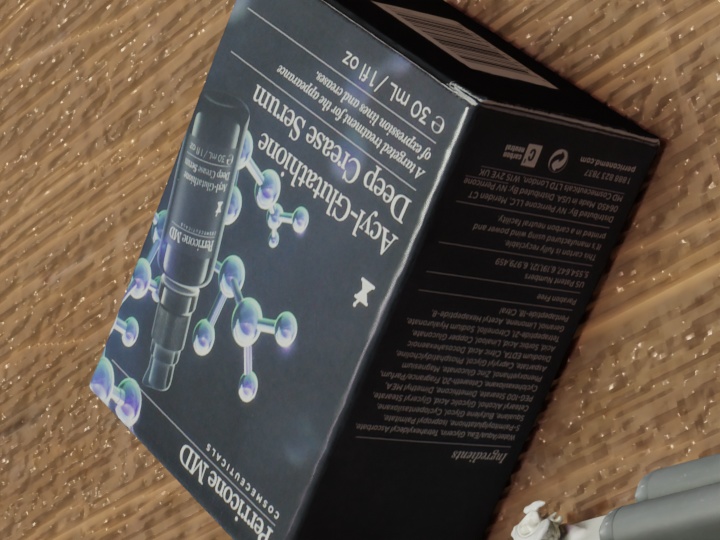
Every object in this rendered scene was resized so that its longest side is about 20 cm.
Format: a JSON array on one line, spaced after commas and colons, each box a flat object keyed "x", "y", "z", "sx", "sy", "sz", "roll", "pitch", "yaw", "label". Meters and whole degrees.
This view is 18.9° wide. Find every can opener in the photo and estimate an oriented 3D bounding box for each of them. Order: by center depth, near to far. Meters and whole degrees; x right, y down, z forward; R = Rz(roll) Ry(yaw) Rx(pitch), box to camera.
[{"x": 0.116, "y": 0.099, "z": 0.762, "sx": 0.200, "sy": 0.053, "sz": 0.067, "roll": -28, "pitch": 98, "yaw": 44, "label": "can opener"}]

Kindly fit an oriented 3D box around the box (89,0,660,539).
[{"x": 0.000, "y": 0.000, "z": 0.855, "sx": 0.148, "sy": 0.107, "sz": 0.201, "roll": 38, "pitch": 113, "yaw": 44, "label": "box"}]
